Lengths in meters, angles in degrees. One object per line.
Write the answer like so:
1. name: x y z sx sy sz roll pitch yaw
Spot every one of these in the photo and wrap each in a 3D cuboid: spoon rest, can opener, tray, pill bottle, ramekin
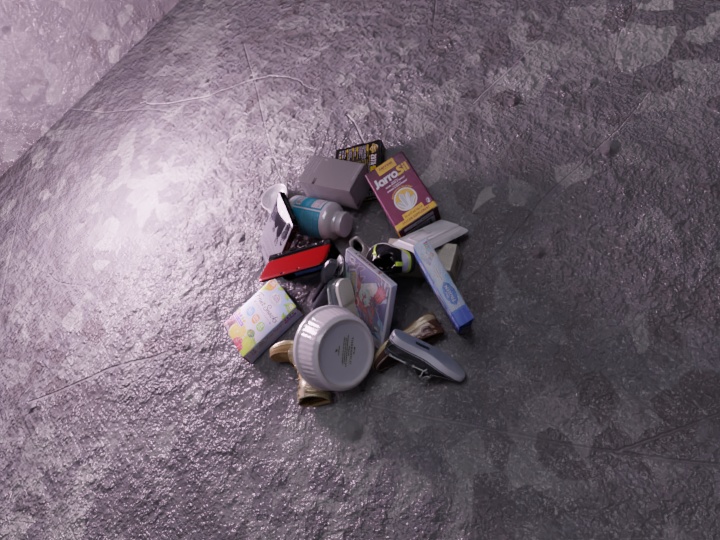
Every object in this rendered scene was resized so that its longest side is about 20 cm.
1. spoon rest: -0.262 -0.198 1.808 0.097 0.061 0.204 -26 54 8
2. can opener: -0.096 0.032 1.513 0.201 0.065 0.055 -55 36 43
3. tray: 0.177 -0.089 1.482 0.196 0.023 0.106 -25 30 -31
4. pill bottle: -0.120 -0.150 1.679 0.195 0.111 0.113 15 67 32
5. ramekin: -0.055 0.189 1.359 0.205 0.202 0.093 -56 26 -16

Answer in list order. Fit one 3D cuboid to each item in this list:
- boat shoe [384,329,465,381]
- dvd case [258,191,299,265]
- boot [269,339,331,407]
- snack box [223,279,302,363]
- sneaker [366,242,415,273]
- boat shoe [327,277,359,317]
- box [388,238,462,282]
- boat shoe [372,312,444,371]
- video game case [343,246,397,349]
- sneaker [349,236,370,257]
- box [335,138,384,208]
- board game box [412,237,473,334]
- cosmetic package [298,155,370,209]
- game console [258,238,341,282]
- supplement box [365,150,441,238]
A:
1. boat shoe: 0.146 0.213 1.327 0.069 0.195 0.074 -62 5 20
2. dvd case: -0.243 -0.102 1.687 0.203 0.024 0.152 -61 41 34
3. boot: -0.154 0.264 1.465 0.193 0.073 0.160 -2 60 16
4. snack box: -0.275 0.137 1.611 0.199 0.053 0.142 -42 53 -4
5. sneaker: 0.056 -0.031 1.426 0.198 0.081 0.075 4 97 58
6. boat shoe: -0.046 0.119 1.459 0.061 0.207 0.072 4 17 44
7. box: 0.160 -0.025 1.495 0.194 0.069 0.084 8 63 29
8. boat shoe: 0.115 0.188 1.385 0.197 0.073 0.073 -35 56 0
9. video game case: 0.015 0.073 1.437 0.023 0.205 0.181 -19 42 -34
10. sneaker: 0.000 0.000 1.540 0.074 0.092 0.205 -22 54 12
11. box: -0.005 -0.295 1.753 0.154 0.050 0.206 -9 57 17
12. board game box: 0.189 0.041 1.316 0.043 0.200 0.203 -29 76 2
13. cosmetic package: -0.072 -0.259 1.679 0.195 0.091 0.109 12 63 34
14. game console: -0.155 0.000 1.564 0.194 0.173 0.122 -14 56 15
15. supplement box: 0.118 -0.199 1.574 0.129 0.103 0.203 -32 66 4
